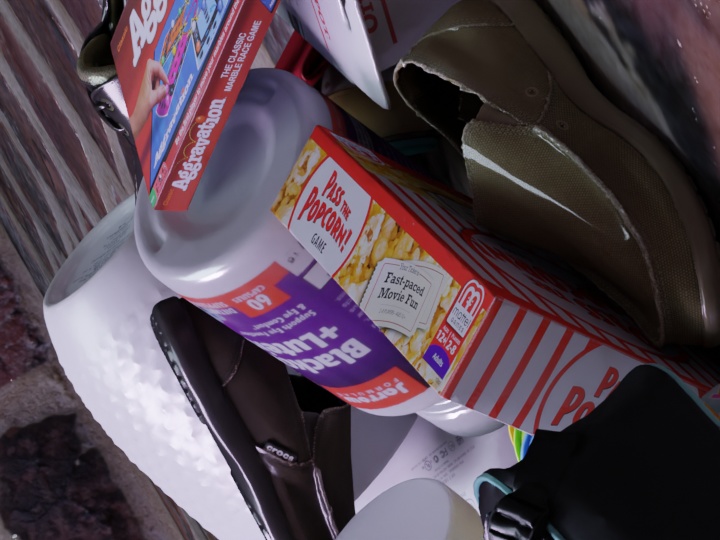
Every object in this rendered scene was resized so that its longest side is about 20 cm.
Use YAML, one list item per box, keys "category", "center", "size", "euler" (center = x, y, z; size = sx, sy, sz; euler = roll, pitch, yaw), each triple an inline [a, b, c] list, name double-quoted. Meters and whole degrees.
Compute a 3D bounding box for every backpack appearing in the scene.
- category: "backpack"
  center: [0.143, 0.145, 0.972]
  size: [0.176, 0.153, 0.201]
  euler: [42, 154, 45]

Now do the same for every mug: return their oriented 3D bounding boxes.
- category: "mug"
  center: [-0.060, 0.036, 1.419]
  size: [0.175, 0.148, 0.200]
  euler: [43, 142, -16]

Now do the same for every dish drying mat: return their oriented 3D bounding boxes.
- category: "dish drying mat"
  center: [-0.023, -0.113, 1.391]
  size: [0.018, 0.077, 0.200]
  euler: [30, 171, -7]

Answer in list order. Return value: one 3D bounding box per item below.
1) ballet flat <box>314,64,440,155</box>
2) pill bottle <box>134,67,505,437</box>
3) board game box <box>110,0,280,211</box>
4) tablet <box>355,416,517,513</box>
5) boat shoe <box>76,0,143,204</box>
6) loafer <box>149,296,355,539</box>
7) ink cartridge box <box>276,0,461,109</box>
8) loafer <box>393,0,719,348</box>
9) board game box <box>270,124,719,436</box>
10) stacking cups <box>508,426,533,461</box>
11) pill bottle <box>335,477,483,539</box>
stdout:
- category: "ballet flat"
  center: [-0.005, -0.080, 1.387]
  size: [0.200, 0.068, 0.063]
  euler: [158, 103, -77]
- category: "pill bottle"
  center: [0.000, 0.000, 1.264]
  size: [0.200, 0.112, 0.111]
  euler: [34, -170, -38]
- category: "board game box"
  center: [-0.062, -0.130, 1.160]
  size: [0.200, 0.019, 0.103]
  euler: [118, 147, -43]
- category: "tablet"
  center: [0.062, 0.126, 1.407]
  size: [0.200, 0.014, 0.130]
  euler: [-45, 67, 45]
- category: "boat shoe"
  center: [-0.106, -0.100, 1.307]
  size: [0.073, 0.065, 0.201]
  euler: [-131, 38, -59]
- category: "loafer"
  center: [-0.030, 0.088, 1.334]
  size: [0.200, 0.071, 0.073]
  euler: [63, 176, -28]
- category: "ink cartridge box"
  center: [-0.011, -0.162, 1.207]
  size: [0.200, 0.066, 0.116]
  euler: [47, 159, 57]
- category: "loafer"
  center: [0.078, -0.034, 1.085]
  size: [0.200, 0.067, 0.076]
  euler: [54, 166, 40]
- category: "board game box"
  center: [0.065, 0.020, 1.104]
  size: [0.151, 0.046, 0.200]
  euler: [24, -169, -29]
- category: "stacking cups"
  center: [0.099, 0.086, 1.164]
  size: [0.200, 0.060, 0.061]
  euler: [-96, -18, -80]
- category: "pill bottle"
  center: [0.075, 0.195, 1.323]
  size: [0.200, 0.116, 0.116]
  euler: [42, 179, -25]
